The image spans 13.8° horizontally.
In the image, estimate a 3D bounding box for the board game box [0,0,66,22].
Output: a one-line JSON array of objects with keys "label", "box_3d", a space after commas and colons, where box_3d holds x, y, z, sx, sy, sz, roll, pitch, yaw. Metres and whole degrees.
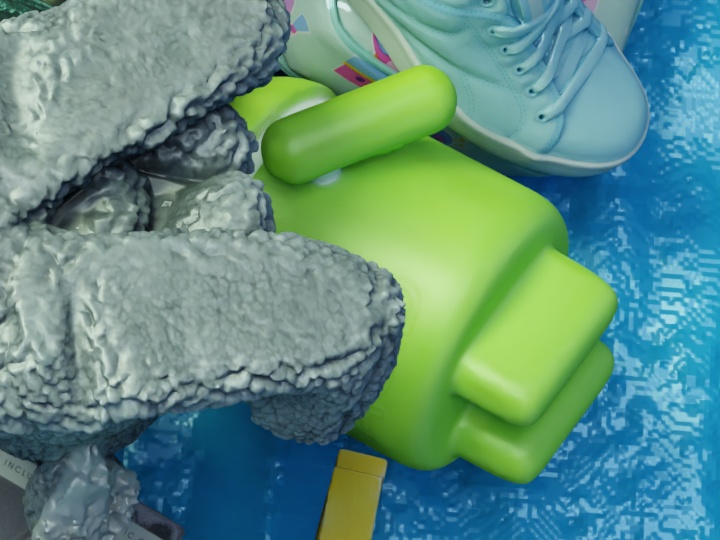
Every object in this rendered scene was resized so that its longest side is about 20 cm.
[{"label": "board game box", "box_3d": [-0.108, -0.163, 1.152, 0.135, 0.028, 0.201, 24, 45, -17]}]

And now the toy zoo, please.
[{"label": "toy zoo", "box_3d": [-0.020, 0.160, 1.105, 0.020, 0.132, 0.201, 13, 45, -1]}]

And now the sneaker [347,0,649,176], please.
[{"label": "sneaker", "box_3d": [0.051, -0.101, 1.119, 0.200, 0.082, 0.074, 38, 73, -29]}]

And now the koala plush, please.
[{"label": "koala plush", "box_3d": [-0.106, 0.009, 1.059, 0.183, 0.200, 0.178, -16, 75, -17]}]

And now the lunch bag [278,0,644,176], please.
[{"label": "lunch bag", "box_3d": [0.043, -0.150, 1.211, 0.160, 0.077, 0.201, 29, 72, -30]}]

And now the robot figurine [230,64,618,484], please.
[{"label": "robot figurine", "box_3d": [0.000, 0.000, 1.151, 0.199, 0.176, 0.116, 28, 63, 20]}]

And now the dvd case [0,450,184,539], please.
[{"label": "dvd case", "box_3d": [-0.168, 0.155, 1.143, 0.148, 0.016, 0.201, 33, 71, -26]}]
